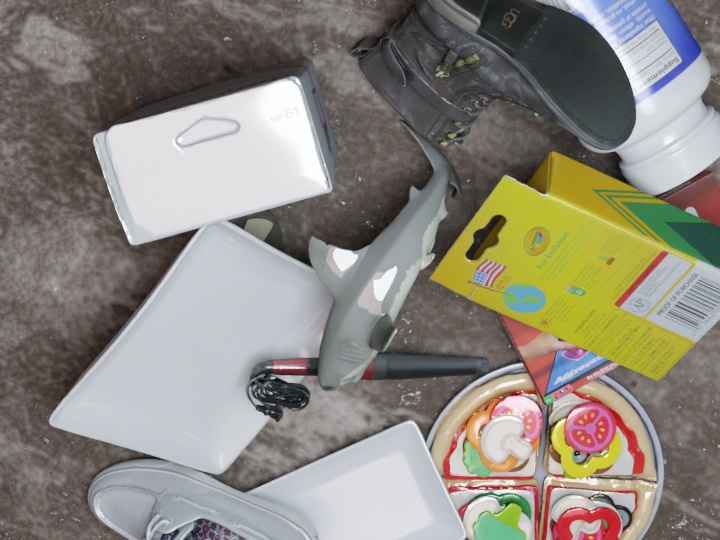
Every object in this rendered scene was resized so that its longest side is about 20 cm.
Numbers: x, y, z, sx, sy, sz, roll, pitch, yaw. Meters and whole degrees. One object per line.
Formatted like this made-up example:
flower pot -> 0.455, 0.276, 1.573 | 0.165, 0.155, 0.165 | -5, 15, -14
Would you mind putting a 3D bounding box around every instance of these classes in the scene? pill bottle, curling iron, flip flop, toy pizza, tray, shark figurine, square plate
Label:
pill bottle -> 0.187, -0.158, 1.090 | 0.112, 0.112, 0.200 | -34, 100, 7
curling iron -> 0.006, 0.083, 1.169 | 0.200, 0.026, 0.050 | -7, 125, -15
flip flop -> -0.129, 0.032, 1.158 | 0.081, 0.058, 0.200 | 4, 123, -43
toy pizza -> 0.148, 0.171, 1.198 | 0.200, 0.032, 0.201 | 0, 104, 0
tray -> -0.023, 0.206, 1.204 | 0.200, 0.022, 0.108 | -25, 92, 8
shark figurine -> 0.010, -0.017, 1.091 | 0.089, 0.128, 0.215 | 28, 82, -4
square plate -> -0.114, 0.059, 1.126 | 0.198, 0.028, 0.200 | -50, 141, 10

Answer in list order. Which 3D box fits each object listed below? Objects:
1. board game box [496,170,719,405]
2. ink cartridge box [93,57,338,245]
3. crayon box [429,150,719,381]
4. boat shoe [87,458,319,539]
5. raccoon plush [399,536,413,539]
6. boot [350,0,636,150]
board game box -> 0.209, 0.014, 1.159 | 0.200, 0.019, 0.103 | -29, 100, -2
ink cartridge box -> -0.096, -0.090, 1.059 | 0.144, 0.200, 0.085 | -16, 100, 4
crayon box -> 0.167, -0.007, 1.081 | 0.200, 0.051, 0.127 | 24, 135, -12
boat shoe -> -0.134, 0.208, 1.170 | 0.200, 0.069, 0.072 | 20, 109, 14
raccoon plush -> 0.006, 0.325, 1.180 | 0.097, 0.134, 0.201 | 5, 102, -1
boot -> 0.092, -0.135, 1.074 | 0.200, 0.174, 0.069 | 43, 64, 3
